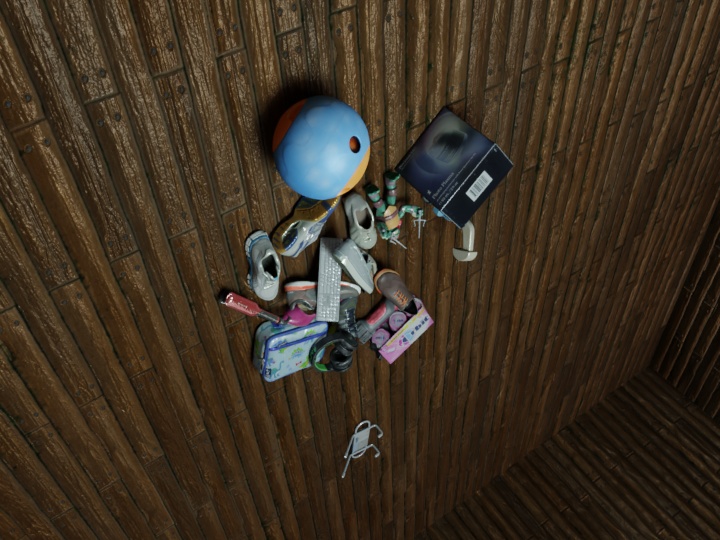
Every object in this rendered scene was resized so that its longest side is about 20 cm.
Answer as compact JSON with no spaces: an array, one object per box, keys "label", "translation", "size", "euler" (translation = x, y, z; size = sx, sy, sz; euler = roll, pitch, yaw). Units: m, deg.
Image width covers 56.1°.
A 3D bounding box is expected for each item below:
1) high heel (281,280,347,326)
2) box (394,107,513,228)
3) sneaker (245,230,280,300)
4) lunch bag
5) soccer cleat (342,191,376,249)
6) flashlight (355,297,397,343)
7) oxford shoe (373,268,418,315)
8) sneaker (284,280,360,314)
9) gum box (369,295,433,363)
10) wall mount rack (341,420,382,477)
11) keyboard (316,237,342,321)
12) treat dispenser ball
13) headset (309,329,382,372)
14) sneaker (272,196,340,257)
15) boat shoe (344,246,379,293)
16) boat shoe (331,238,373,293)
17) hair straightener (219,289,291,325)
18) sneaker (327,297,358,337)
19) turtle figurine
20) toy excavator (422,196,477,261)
[{"label":"high heel","translation":[-0.114,0.080,1.737],"size":[0.198,0.068,0.097],"euler":[-11,141,-42]},{"label":"box","translation":[0.223,-0.250,1.642],"size":[0.201,0.199,0.123],"euler":[-50,140,8]},{"label":"sneaker","translation":[-0.217,0.009,1.566],"size":[0.074,0.087,0.202],"euler":[-29,142,-21]},{"label":"lunch bag","translation":[-0.184,0.193,1.776],"size":[0.197,0.082,0.163],"euler":[-13,130,-36]},{"label":"soccer cleat","translation":[0.006,-0.110,1.670],"size":[0.069,0.078,0.201],"euler":[-36,142,-10]},{"label":"flashlight","translation":[0.055,0.115,1.946],"size":[0.199,0.068,0.068],"euler":[-42,148,4]},{"label":"oxford shoe","translation":[0.103,0.060,1.825],"size":[0.071,0.073,0.200],"euler":[-47,140,3]},{"label":"sneaker","translation":[-0.095,0.071,1.698],"size":[0.196,0.084,0.077],"euler":[0,170,-14]},{"label":"gum box","translation":[0.126,0.177,2.061],"size":[0.200,0.066,0.114],"euler":[-44,145,-2]},{"label":"wall mount rack","translation":[-0.006,0.621,2.349],"size":[0.171,0.075,0.203],"euler":[-20,136,-28]},{"label":"keyboard","translation":[-0.076,0.022,1.663],"size":[0.055,0.011,0.205],"euler":[4,87,-16]},{"label":"treat dispenser ball","translation":[-0.079,-0.246,1.360],"size":[0.198,0.201,0.203],"euler":[-25,139,-23]},{"label":"headset","translation":[-0.039,0.224,1.811],"size":[0.197,0.094,0.125],"euler":[-9,134,-30]},{"label":"sneaker","translation":[-0.118,-0.114,1.568],"size":[0.199,0.076,0.088],"euler":[-42,155,7]},{"label":"boat shoe","translation":[0.000,0.000,1.762],"size":[0.074,0.074,0.201],"euler":[-51,144,-12]},{"label":"boat shoe","translation":[-0.001,-0.011,1.663],"size":[0.072,0.070,0.201],"euler":[-48,145,-7]},{"label":"hair straightener","translation":[-0.252,0.090,1.625],"size":[0.198,0.076,0.042],"euler":[21,86,-36]},{"label":"sneaker","translation":[-0.034,0.144,1.867],"size":[0.073,0.081,0.203],"euler":[-16,134,-32]},{"label":"turtle figurine","translation":[0.079,-0.137,1.694],"size":[0.150,0.099,0.202],"euler":[-48,132,-33]},{"label":"toy excavator","translation":[0.254,-0.153,1.761],"size":[0.099,0.200,0.197],"euler":[-2,126,-41]}]
